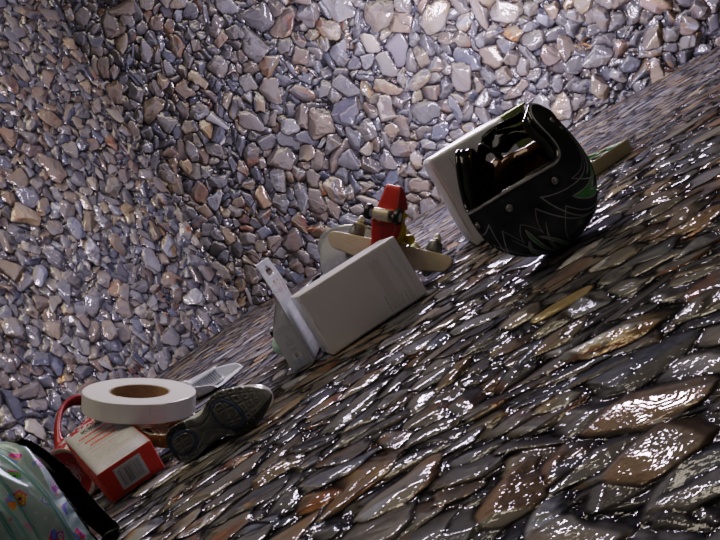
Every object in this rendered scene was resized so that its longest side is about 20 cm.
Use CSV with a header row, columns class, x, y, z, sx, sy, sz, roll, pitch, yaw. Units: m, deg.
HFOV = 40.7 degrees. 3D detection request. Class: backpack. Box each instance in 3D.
class,x,y,z,sx,sy,sz,roll,pitch,yaw
backpack,-0.366,0.280,1.026,0.167,0.200,0.127,-29,5,18

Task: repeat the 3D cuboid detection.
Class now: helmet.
class,x,y,z,sx,sy,sz,roll,pitch,yaw
helmet,0.235,-0.112,1.351,0.199,0.191,0.200,-11,-27,-6

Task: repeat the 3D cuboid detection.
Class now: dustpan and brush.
class,x,y,z,sx,sy,sz,roll,pitch,yaw
dustpan and brush,-0.389,0.266,2.281,0.200,0.057,0.140,-30,5,24

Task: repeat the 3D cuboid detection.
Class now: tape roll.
class,x,y,z,sx,sy,sz,roll,pitch,yaw
tape roll,-0.391,0.229,1.715,0.202,0.037,0.203,4,7,0

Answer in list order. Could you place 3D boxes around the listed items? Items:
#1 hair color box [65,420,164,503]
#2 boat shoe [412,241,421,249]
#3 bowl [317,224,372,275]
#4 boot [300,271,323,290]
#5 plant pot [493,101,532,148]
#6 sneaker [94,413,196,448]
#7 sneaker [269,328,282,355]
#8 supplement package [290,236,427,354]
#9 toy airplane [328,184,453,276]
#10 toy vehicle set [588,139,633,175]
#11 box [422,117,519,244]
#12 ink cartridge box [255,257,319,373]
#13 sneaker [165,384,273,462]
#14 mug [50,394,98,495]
class,x,y,z,sx,sy,sz,roll,pitch,yaw
hair color box,-0.413,0.307,1.621,0.101,0.061,0.200,-33,23,-22
boat shoe,0.076,-0.029,2.289,0.066,0.074,0.200,-27,2,-23
bowl,0.000,0.000,1.998,0.201,0.201,0.091,-27,39,44
boot,-0.055,0.030,2.386,0.200,0.096,0.073,-34,5,-33
plant pot,0.336,-0.252,2.220,0.200,0.190,0.200,-31,4,2
sneaker,-0.387,0.281,1.767,0.199,0.076,0.088,6,10,21
sneaker,-0.107,0.108,2.030,0.118,0.074,0.200,-30,3,42
supplement package,-0.006,0.044,1.718,0.200,0.121,0.120,-32,5,-11
toy airplane,0.058,-0.042,1.870,0.199,0.200,0.141,-38,-4,29
toy vehicle set,0.448,-0.203,1.972,0.124,0.027,0.200,-33,5,-21
box,0.248,-0.181,1.976,0.171,0.200,0.199,-29,5,3
ink cartridge box,-0.145,0.078,1.764,0.047,0.200,0.160,-30,4,5
sneaker,-0.210,0.221,1.489,0.200,0.075,0.087,-29,0,26
mug,-0.506,0.330,1.844,0.177,0.134,0.200,4,25,22
